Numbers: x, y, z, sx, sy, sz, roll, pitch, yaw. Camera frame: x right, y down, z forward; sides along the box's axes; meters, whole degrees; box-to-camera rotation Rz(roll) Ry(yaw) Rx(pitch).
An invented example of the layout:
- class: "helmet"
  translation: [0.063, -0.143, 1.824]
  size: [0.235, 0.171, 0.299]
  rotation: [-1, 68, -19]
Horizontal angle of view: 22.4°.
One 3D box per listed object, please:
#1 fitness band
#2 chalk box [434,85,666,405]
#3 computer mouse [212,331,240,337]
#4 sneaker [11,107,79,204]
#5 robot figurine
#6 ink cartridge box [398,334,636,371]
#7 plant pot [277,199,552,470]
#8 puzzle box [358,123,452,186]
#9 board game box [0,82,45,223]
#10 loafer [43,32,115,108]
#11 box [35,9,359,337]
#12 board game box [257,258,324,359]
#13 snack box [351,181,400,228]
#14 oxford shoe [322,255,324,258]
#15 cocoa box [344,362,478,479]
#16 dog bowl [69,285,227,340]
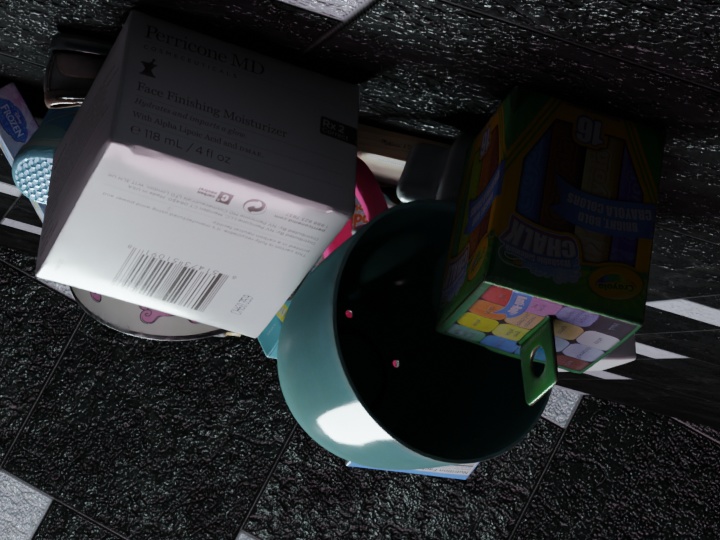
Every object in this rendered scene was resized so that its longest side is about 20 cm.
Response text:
- class: "fitness band"
  translation: [0.000, 0.000, 1.579]
  size: [0.037, 0.202, 0.144]
  rotation: [-14, -164, -16]
- class: "chalk box"
  translation: [0.133, -0.007, 1.315]
  size: [0.123, 0.202, 0.125]
  rotation: [16, 156, -10]
- class: "computer mouse"
  translation: [-0.145, 0.004, 1.726]
  size: [0.108, 0.044, 0.200]
  rotation: [0, -155, 4]
- class: "sneaker"
  translation: [-0.205, -0.117, 1.645]
  size: [0.198, 0.131, 0.080]
  rotation: [7, 130, 3]
- class: "robot figurine"
  translation: [0.128, -0.044, 1.479]
  size: [0.198, 0.113, 0.170]
  rotation: [13, 138, 8]
- class: "ink cartridge box"
  translation: [0.134, 0.013, 1.595]
  size: [0.198, 0.148, 0.086]
  rotation: [0, 170, -15]
- class: "plant pot"
  translation: [0.026, 0.063, 1.413]
  size: [0.199, 0.203, 0.161]
  rotation: [18, 157, -27]
- class: "puzzle box"
  translation: [0.045, -0.095, 1.612]
  size: [0.198, 0.026, 0.133]
  rotation: [14, 173, 4]
- class: "board game box"
  translation: [-0.322, -0.082, 1.874]
  size: [0.041, 0.201, 0.200]
  rotation: [-29, 180, -9]
- class: "loafer"
  translation: [-0.165, -0.144, 1.491]
  size: [0.198, 0.064, 0.072]
  rotation: [13, 173, 11]
- class: "box"
  translation: [-0.128, -0.070, 1.424]
  size: [0.197, 0.132, 0.200]
  rotation: [16, 143, -19]
- class: "board game box"
  translation: [0.005, 0.013, 1.852]
  size: [0.150, 0.201, 0.047]
  rotation: [15, -150, -37]
- class: "snack box"
  translation: [0.039, -0.058, 1.699]
  size: [0.198, 0.037, 0.116]
  rotation: [15, -163, -6]
- class: "oxford shoe"
  translation: [-0.096, -0.065, 1.768]
  size: [0.199, 0.071, 0.073]
  rotation: [33, 139, 3]
- class: "cocoa box"
  translation: [0.057, 0.078, 1.728]
  size: [0.132, 0.201, 0.132]
  rotation: [8, 143, -19]
- class: "dog bowl"
  translation: [-0.169, -0.027, 1.657]
  size: [0.198, 0.074, 0.201]
  rotation: [3, -143, -2]
